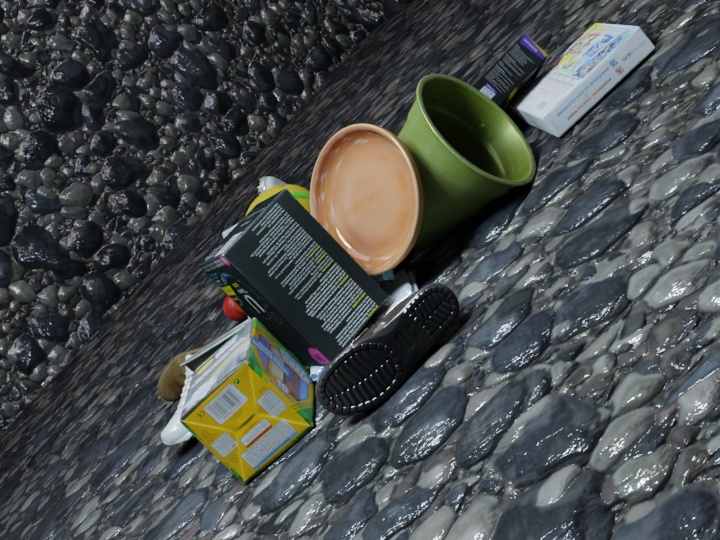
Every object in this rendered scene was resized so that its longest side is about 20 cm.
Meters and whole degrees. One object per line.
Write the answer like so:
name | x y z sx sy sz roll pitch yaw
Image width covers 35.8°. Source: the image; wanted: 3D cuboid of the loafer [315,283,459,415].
loafer | 0.033 0.094 1.300 0.200 0.073 0.071 -38 4 0

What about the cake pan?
cake pan | -0.171 0.099 1.635 0.199 0.037 0.200 -32 2 1

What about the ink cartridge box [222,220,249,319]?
ink cartridge box | -0.128 0.004 1.736 0.040 0.201 0.200 -15 -5 -36

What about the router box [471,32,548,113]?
router box | 0.206 -0.267 1.743 0.157 0.052 0.200 -45 -6 -8

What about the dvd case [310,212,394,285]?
dvd case | -0.026 -0.030 1.607 0.022 0.147 0.200 -11 -9 -31

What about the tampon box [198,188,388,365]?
tampon box | -0.092 0.015 1.488 0.126 0.200 0.150 -47 11 -18

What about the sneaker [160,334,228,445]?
sneaker | -0.250 0.181 1.731 0.200 0.099 0.078 -48 14 -20

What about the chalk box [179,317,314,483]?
chalk box | -0.143 0.159 1.464 0.124 0.124 0.200 -41 13 11

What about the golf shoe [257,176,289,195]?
golf shoe | -0.086 -0.114 1.936 0.097 0.200 0.079 -32 40 32

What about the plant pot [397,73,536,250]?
plant pot | 0.106 -0.131 1.540 0.190 0.199 0.200 -49 9 34

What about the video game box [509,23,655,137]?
video game box | 0.316 -0.280 1.619 0.182 0.047 0.200 -45 14 6

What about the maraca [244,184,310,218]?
maraca | -0.138 -0.069 1.859 0.200 0.136 0.108 -48 43 43

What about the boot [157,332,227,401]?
boot | -0.278 0.179 1.893 0.199 0.074 0.076 -33 27 28

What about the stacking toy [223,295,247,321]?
stacking toy | -0.194 0.040 2.037 0.200 0.085 0.086 -31 18 51

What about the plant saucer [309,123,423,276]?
plant saucer | 0.012 -0.094 1.490 0.037 0.202 0.200 -8 -16 -45

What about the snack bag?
snack bag | 0.006 0.086 1.466 0.188 0.021 0.200 -41 15 7
